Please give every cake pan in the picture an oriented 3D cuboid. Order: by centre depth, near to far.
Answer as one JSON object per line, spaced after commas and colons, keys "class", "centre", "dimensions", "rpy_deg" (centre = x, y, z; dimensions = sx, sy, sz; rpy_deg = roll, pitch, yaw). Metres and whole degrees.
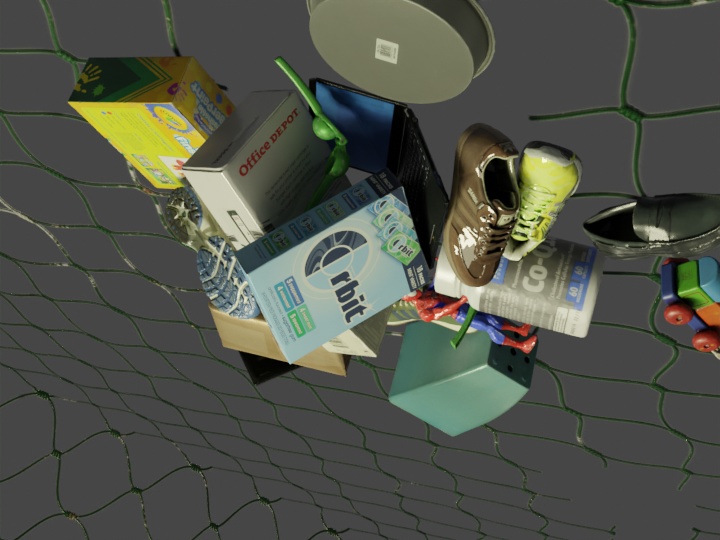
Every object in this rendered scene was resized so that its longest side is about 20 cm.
{"class": "cake pan", "centre": [0.035, -0.234, 1.120], "dimensions": [0.199, 0.037, 0.201], "rpy_deg": [17, 157, 7]}

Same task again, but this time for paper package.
{"class": "paper package", "centre": [-0.088, 0.030, 1.588], "dimensions": [0.198, 0.192, 0.104], "rpy_deg": [11, 146, 16]}

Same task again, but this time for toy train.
{"class": "toy train", "centre": [0.458, 0.048, 1.358], "dimensions": [0.115, 0.085, 0.200], "rpy_deg": [-21, 136, 37]}

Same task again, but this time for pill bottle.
{"class": "pill bottle", "centre": [0.200, 0.006, 1.410], "dimensions": [0.198, 0.114, 0.114], "rpy_deg": [14, 156, 11]}

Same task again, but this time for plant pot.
{"class": "plant pot", "centre": [0.170, 0.148, 1.719], "dimensions": [0.141, 0.142, 0.200], "rpy_deg": [31, 148, -25]}

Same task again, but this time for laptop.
{"class": "laptop", "centre": [0.017, -0.111, 1.314], "dimensions": [0.103, 0.201, 0.177], "rpy_deg": [-16, 158, -9]}
{"class": "laptop", "centre": [-0.099, 0.096, 1.685], "dimensions": [0.186, 0.201, 0.116], "rpy_deg": [-22, 140, -12]}

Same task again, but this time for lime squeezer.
{"class": "lime squeezer", "centre": [-0.050, -0.145, 1.270], "dimensions": [0.070, 0.202, 0.038], "rpy_deg": [-5, -165, 4]}
{"class": "lime squeezer", "centre": [0.191, 0.028, 1.476], "dimensions": [0.071, 0.199, 0.038], "rpy_deg": [50, 164, 54]}

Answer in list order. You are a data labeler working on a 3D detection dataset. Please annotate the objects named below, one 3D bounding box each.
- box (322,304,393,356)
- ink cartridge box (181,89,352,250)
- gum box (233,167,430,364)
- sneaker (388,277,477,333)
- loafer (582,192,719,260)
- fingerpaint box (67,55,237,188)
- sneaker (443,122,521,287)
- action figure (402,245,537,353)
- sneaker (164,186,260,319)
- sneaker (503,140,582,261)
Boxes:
{"class": "box", "centre": [0.000, 0.000, 1.445], "dimensions": [0.077, 0.201, 0.095], "rpy_deg": [3, 151, 34]}
{"class": "ink cartridge box", "centre": [-0.098, -0.094, 1.331], "dimensions": [0.084, 0.146, 0.201], "rpy_deg": [8, 140, 44]}
{"class": "gum box", "centre": [-0.027, -0.003, 1.291], "dimensions": [0.045, 0.199, 0.170], "rpy_deg": [52, 168, 41]}
{"class": "sneaker", "centre": [0.083, 0.038, 1.636], "dimensions": [0.199, 0.068, 0.090], "rpy_deg": [8, 154, 12]}
{"class": "loafer", "centre": [0.332, -0.050, 1.243], "dimensions": [0.070, 0.069, 0.200], "rpy_deg": [22, 162, -29]}
{"class": "fingerpaint box", "centre": [-0.233, -0.181, 1.396], "dimensions": [0.166, 0.074, 0.200], "rpy_deg": [6, 155, 31]}
{"class": "sneaker", "centre": [0.140, -0.060, 1.250], "dimensions": [0.075, 0.070, 0.201], "rpy_deg": [40, 141, 51]}
{"class": "action figure", "centre": [0.156, 0.040, 1.544], "dimensions": [0.199, 0.065, 0.099], "rpy_deg": [15, 124, -10]}
{"class": "sneaker", "centre": [-0.165, -0.028, 1.419], "dimensions": [0.085, 0.201, 0.077], "rpy_deg": [-6, 147, -48]}
{"class": "sneaker", "centre": [0.204, -0.076, 1.280], "dimensions": [0.075, 0.077, 0.200], "rpy_deg": [18, 155, 9]}
